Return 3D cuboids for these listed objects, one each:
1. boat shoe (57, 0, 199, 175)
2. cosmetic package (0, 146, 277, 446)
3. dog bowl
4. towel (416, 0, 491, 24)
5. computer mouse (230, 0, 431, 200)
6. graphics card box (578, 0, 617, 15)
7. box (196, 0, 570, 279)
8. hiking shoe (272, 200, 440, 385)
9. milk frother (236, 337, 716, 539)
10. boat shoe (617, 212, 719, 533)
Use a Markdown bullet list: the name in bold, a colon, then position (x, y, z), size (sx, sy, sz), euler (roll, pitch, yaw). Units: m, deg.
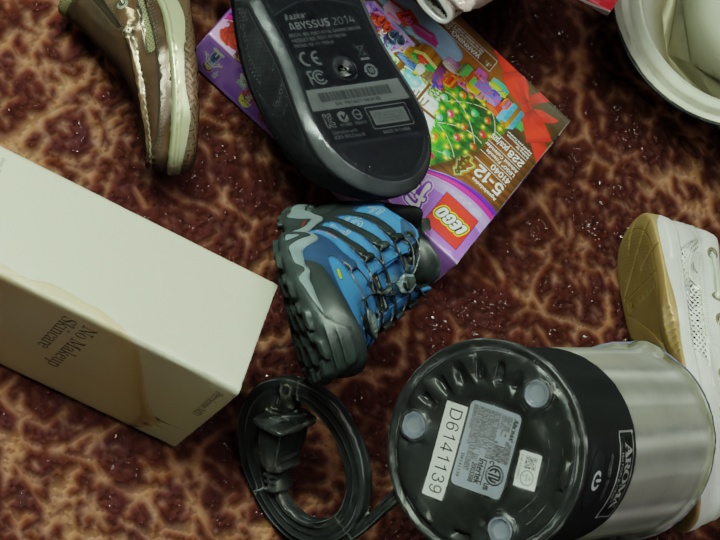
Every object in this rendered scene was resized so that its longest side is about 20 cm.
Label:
- **boat shoe**: position (-0.136, -0.148, 1.623), size (0.075, 0.075, 0.203), euler (-5, 68, -8)
- **cosmetic package**: position (-0.159, 0.010, 1.518), size (0.200, 0.104, 0.073), euler (27, 61, -13)
- **dog bowl**: position (0.262, -0.170, 1.767), size (0.199, 0.074, 0.201), euler (-6, 71, 18)
- **towel**: position (0.015, -0.236, 1.692), size (0.200, 0.032, 0.191), euler (49, 18, -1)
- **computer mouse**: position (-0.023, -0.119, 1.625), size (0.138, 0.053, 0.201), euler (-5, 63, -36)
- **graphics card box**: position (0.101, -0.238, 1.723), size (0.125, 0.051, 0.200), euler (26, 23, -14)
- **box**: position (0.013, -0.108, 1.690), size (0.200, 0.039, 0.137), euler (42, 58, -5)
- **hiking shoe**: position (0.000, 0.000, 1.544), size (0.086, 0.200, 0.075), euler (-12, 111, 2)
- **milk frother**: position (0.063, 0.099, 1.581), size (0.200, 0.181, 0.188), euler (37, 15, 25)
- **boat shoe**: position (0.205, 0.060, 1.696), size (0.069, 0.071, 0.201), euler (6, 66, -22)
